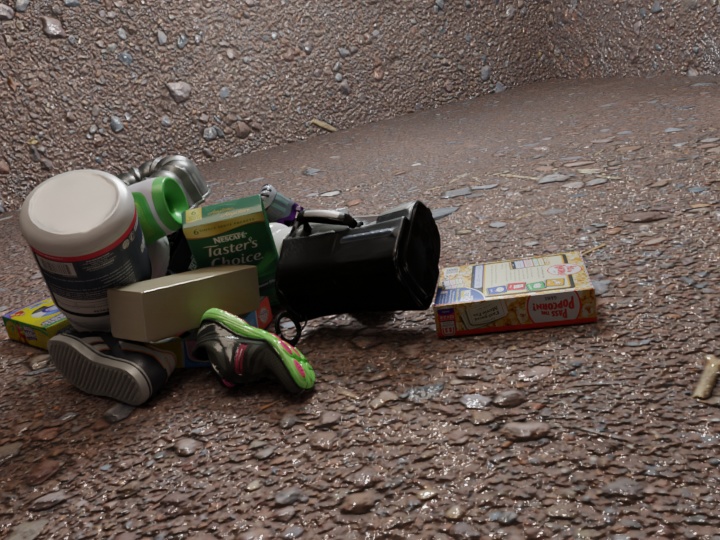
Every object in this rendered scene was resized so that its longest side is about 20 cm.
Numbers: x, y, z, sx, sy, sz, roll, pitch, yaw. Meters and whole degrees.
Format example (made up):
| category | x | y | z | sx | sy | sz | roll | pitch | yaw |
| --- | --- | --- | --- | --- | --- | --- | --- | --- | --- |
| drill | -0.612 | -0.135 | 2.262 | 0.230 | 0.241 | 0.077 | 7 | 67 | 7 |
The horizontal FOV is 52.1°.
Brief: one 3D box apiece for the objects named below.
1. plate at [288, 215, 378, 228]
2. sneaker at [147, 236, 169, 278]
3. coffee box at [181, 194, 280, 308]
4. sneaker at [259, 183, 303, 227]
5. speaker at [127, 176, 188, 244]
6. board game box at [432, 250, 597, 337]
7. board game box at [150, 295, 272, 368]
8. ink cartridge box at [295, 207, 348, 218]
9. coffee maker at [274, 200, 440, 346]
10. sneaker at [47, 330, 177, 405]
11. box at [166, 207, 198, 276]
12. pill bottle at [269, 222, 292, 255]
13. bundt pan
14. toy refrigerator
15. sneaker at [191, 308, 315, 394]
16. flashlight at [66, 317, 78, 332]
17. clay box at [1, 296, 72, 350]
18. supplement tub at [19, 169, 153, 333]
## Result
| category | x | y | z | sx | sy | sz | roll | pitch | yaw |
| --- | --- | --- | --- | --- | --- | --- | --- | --- | --- |
| plate | -0.077 | -0.066 | 1.377 | 0.198 | 0.033 | 0.199 | -10 | -1 | -41 |
| sneaker | -0.378 | 0.010 | 1.138 | 0.200 | 0.099 | 0.078 | -43 | 53 | 16 |
| coffee box | -0.185 | -0.016 | 1.113 | 0.121 | 0.201 | 0.044 | -11 | 45 | -2 |
| sneaker | -0.167 | -0.085 | 1.377 | 0.087 | 0.075 | 0.200 | 25 | -23 | -9 |
| speaker | -0.358 | -0.073 | 1.091 | 0.198 | 0.089 | 0.089 | -16 | 16 | 15 |
| board game box | 0.201 | 0.028 | 0.975 | 0.197 | 0.047 | 0.152 | -7 | 18 | 13 |
| board game box | -0.248 | 0.091 | 1.075 | 0.197 | 0.041 | 0.153 | -6 | 19 | 18 |
| ink cartridge box | -0.118 | -0.088 | 1.506 | 0.197 | 0.040 | 0.099 | -12 | -2 | 0 |
| coffee maker | -0.002 | 0.009 | 0.990 | 0.198 | 0.195 | 0.134 | -6 | -17 | 33 |
| sneaker | -0.328 | 0.120 | 0.979 | 0.198 | 0.079 | 0.079 | 14 | 33 | 31 |
| box | -0.337 | -0.021 | 1.263 | 0.199 | 0.086 | 0.165 | 8 | 69 | 45 |
| pill bottle | -0.176 | -0.026 | 1.275 | 0.198 | 0.116 | 0.114 | 4 | 23 | 40 |
| bundt pan | -0.353 | -0.128 | 1.216 | 0.200 | 0.076 | 0.202 | -18 | 25 | 9 |
| toy refrigerator | -0.231 | 0.042 | 0.990 | 0.075 | 0.071 | 0.199 | 3 | 11 | 36 |
| sneaker | -0.133 | 0.114 | 0.907 | 0.199 | 0.077 | 0.084 | 19 | 76 | 40 |
| flashlight | -0.334 | 0.044 | 1.103 | 0.198 | 0.069 | 0.068 | -14 | -7 | -12 |
| clay box | -0.506 | 0.085 | 1.246 | 0.198 | 0.048 | 0.114 | 4 | 23 | 42 |
| supplement tub | -0.355 | -0.019 | 0.981 | 0.138 | 0.201 | 0.142 | 1 | 49 | -2 |
